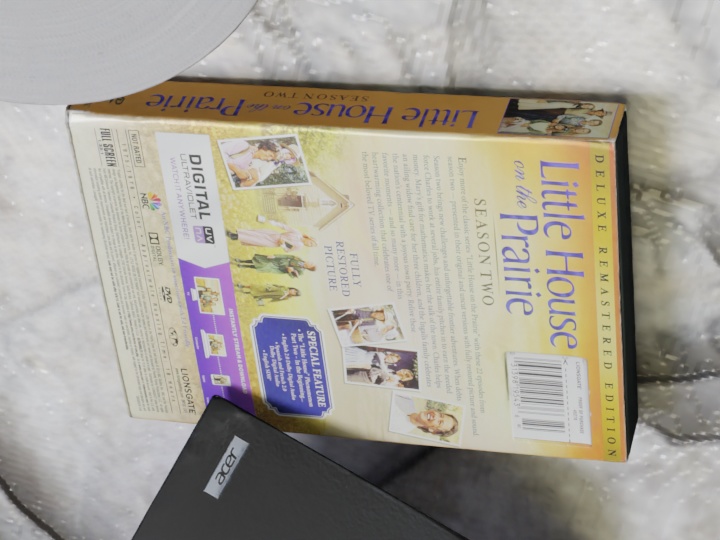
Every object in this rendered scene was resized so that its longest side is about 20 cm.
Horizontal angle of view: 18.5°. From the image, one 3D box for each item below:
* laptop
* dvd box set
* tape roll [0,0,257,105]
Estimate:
[{"bbox_3d":[-0.008,0.176,0.868,0.103,0.177,0.200,28,177,44],"label":"laptop"},{"bbox_3d":[0.000,0.000,0.809,0.199,0.029,0.147,3,128,15],"label":"dvd box set"},{"bbox_3d":[-0.109,-0.153,0.701,0.200,0.066,0.201,9,130,11],"label":"tape roll"}]
